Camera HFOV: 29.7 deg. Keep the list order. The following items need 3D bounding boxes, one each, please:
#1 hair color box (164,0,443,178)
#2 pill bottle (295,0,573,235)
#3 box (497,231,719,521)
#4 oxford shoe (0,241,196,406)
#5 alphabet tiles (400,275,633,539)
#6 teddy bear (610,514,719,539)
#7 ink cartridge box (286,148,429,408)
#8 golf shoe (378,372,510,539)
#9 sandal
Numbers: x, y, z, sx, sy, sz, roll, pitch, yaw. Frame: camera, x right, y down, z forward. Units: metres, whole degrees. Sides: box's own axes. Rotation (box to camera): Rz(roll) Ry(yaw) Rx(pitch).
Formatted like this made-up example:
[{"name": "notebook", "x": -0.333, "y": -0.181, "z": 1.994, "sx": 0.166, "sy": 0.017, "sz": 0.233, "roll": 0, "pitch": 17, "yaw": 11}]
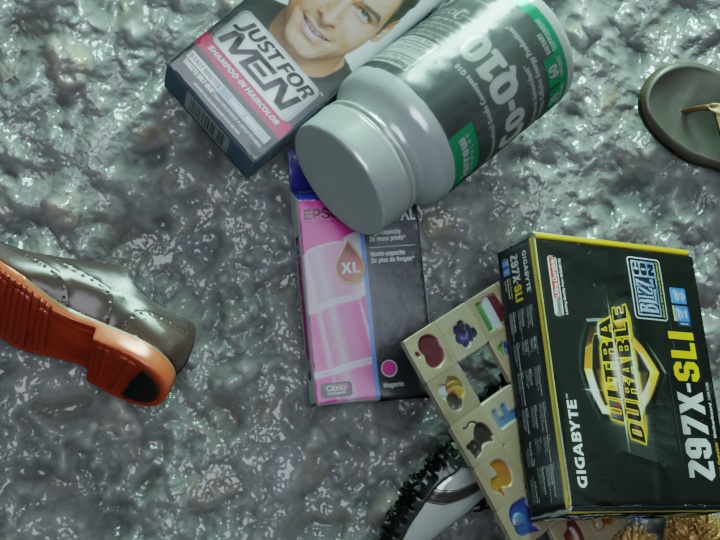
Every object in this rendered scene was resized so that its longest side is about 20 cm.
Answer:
[{"name": "hair color box", "x": -0.043, "y": -0.175, "z": 1.033, "sx": 0.200, "sy": 0.061, "sz": 0.099, "roll": -42, "pitch": 91, "yaw": -14}, {"name": "pill bottle", "x": 0.054, "y": -0.121, "z": 1.002, "sx": 0.200, "sy": 0.113, "sz": 0.113, "roll": -40, "pitch": 90, "yaw": -23}, {"name": "box", "x": 0.186, "y": 0.080, "z": 0.993, "sx": 0.159, "sy": 0.049, "sz": 0.202, "roll": 7, "pitch": 70, "yaw": -33}, {"name": "oxford shoe", "x": -0.212, "y": 0.021, "z": 0.978, "sx": 0.199, "sy": 0.071, "sz": 0.073, "roll": 32, "pitch": 48, "yaw": -2}, {"name": "alphabet tiles", "x": 0.134, "y": 0.104, "z": 0.984, "sx": 0.167, "sy": 0.008, "sz": 0.201, "roll": -29, "pitch": 90, "yaw": -36}, {"name": "teddy bear", "x": 0.251, "y": 0.280, "z": 1.016, "sx": 0.144, "sy": 0.067, "sz": 0.202, "roll": 1, "pitch": 80, "yaw": -8}, {"name": "ink cartridge box", "x": 0.000, "y": 0.000, "z": 1.029, "sx": 0.094, "sy": 0.037, "sz": 0.202, "roll": -4, "pitch": 80, "yaw": -12}, {"name": "golf shoe", "x": 0.099, "y": 0.152, "z": 1.002, "sx": 0.094, "sy": 0.078, "sz": 0.200, "roll": 45, "pitch": 77, "yaw": -2}, {"name": "sandal", "x": 0.317, "y": -0.102, "z": 1.093, "sx": 0.200, "sy": 0.055, "sz": 0.082, "roll": 38, "pitch": 76, "yaw": -3}]
